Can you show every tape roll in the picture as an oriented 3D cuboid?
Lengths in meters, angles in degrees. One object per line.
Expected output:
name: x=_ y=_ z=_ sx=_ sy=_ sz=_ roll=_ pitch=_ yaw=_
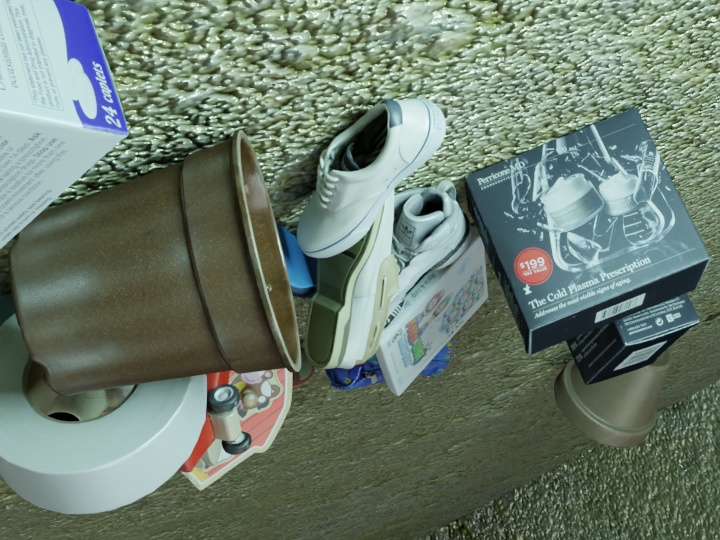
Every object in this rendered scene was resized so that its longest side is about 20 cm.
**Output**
tape roll: x=-0.238 y=0.109 z=0.994 sx=0.200 sy=0.203 sz=0.071 roll=-17 pitch=140 yaw=-11

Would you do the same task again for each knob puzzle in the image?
knob puzzle: x=-0.164 y=0.161 z=1.362 sx=0.217 sy=0.030 sz=0.222 roll=-9 pitch=118 yaw=-18

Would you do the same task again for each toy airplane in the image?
toy airplane: x=-0.185 y=0.106 z=1.167 sx=0.139 sy=0.203 sz=0.199 roll=-8 pitch=173 yaw=3

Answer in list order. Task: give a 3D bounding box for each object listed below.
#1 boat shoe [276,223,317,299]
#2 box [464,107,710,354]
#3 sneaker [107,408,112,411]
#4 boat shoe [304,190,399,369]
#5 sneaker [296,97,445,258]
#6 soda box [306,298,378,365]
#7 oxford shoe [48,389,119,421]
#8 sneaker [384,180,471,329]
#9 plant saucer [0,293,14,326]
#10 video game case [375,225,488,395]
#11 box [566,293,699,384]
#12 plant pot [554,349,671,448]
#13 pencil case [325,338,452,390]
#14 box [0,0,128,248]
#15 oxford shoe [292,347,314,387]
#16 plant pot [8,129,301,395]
boat shoe: x=-0.086 y=0.006 z=1.132 sx=0.068 sy=0.085 sz=0.200 roll=-23 pitch=158 yaw=16
box: x=0.233 y=-0.040 z=1.185 sx=0.198 sy=0.184 sz=0.104 roll=-22 pitch=160 yaw=1
sneaker: x=-0.272 y=0.217 z=1.436 sx=0.198 sy=0.109 sz=0.070 roll=-17 pitch=159 yaw=-12
boat shoe: x=0.000 y=0.000 z=1.109 sx=0.068 sy=0.075 sz=0.202 roll=2 pitch=112 yaw=-40
sneaker: x=-0.010 y=-0.087 z=1.005 sx=0.070 sy=0.074 sz=0.200 roll=9 pitch=136 yaw=-39
soda box: x=0.000 y=0.054 z=1.349 sx=0.063 sy=0.069 sz=0.200 roll=-33 pitch=159 yaw=8
oxford shoe: x=-0.294 y=0.139 z=1.166 sx=0.070 sy=0.074 sz=0.199 roll=-33 pitch=157 yaw=29
sneaker: x=0.033 y=-0.014 z=1.169 sx=0.200 sy=0.075 sz=0.115 roll=-41 pitch=157 yaw=-9
plant saucer: x=-0.306 y=0.067 z=1.132 sx=0.198 sy=0.036 sz=0.200 roll=-19 pitch=159 yaw=-7
video game case: x=0.090 y=0.055 z=1.379 sx=0.182 sy=0.024 sz=0.200 roll=-46 pitch=158 yaw=-12
box: x=0.298 y=0.014 z=1.359 sx=0.103 sy=0.202 sz=0.148 roll=-15 pitch=160 yaw=-15
plant pot: x=0.483 y=0.197 z=2.077 sx=0.198 sy=0.201 sz=0.176 roll=-7 pitch=137 yaw=-34
pencil case: x=0.040 y=0.114 z=1.525 sx=0.199 sy=0.087 sz=0.079 roll=-3 pitch=125 yaw=-43
box: x=-0.277 y=-0.089 z=0.661 sx=0.183 sy=0.106 sz=0.199 roll=-33 pitch=157 yaw=31
oxford shoe: x=-0.157 y=0.149 z=1.442 sx=0.198 sy=0.071 sz=0.075 roll=-6 pitch=162 yaw=-31
plant pot: x=-0.166 y=0.007 z=0.915 sx=0.196 sy=0.202 sz=0.201 roll=-14 pitch=160 yaw=1
